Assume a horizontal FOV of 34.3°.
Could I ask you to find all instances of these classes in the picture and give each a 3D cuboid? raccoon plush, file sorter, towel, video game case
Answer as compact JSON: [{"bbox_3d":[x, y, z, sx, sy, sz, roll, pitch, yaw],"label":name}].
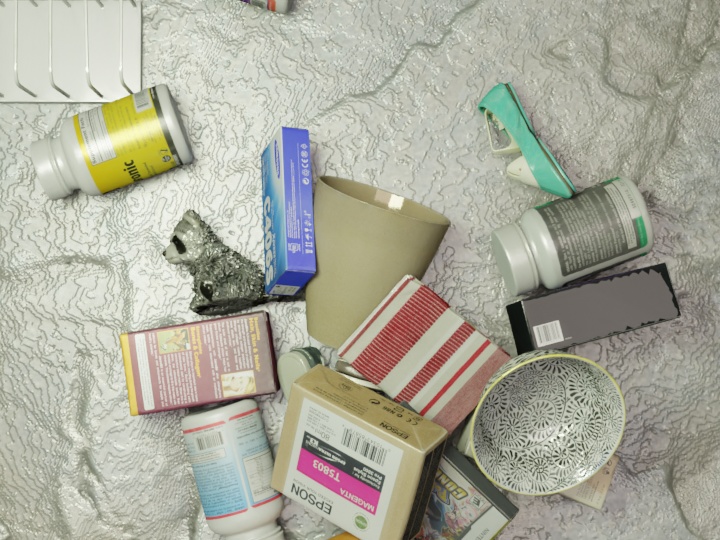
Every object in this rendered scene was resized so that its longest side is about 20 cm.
[{"bbox_3d":[-0.169,-0.015,1.592,0.197,0.097,0.136,-1,73,-31],"label":"raccoon plush"},{"bbox_3d":[-0.399,-0.303,1.557,0.197,0.125,0.141,0,88,-2],"label":"file sorter"},{"bbox_3d":[0.086,0.112,1.517,0.199,0.023,0.144,38,101,-21],"label":"towel"},{"bbox_3d":[0.090,0.288,1.518,0.200,0.181,0.025,43,49,11],"label":"video game case"}]

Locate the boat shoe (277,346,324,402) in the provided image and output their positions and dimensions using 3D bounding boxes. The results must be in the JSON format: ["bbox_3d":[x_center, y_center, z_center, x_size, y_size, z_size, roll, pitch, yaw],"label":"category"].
[{"bbox_3d":[-0.055,0.199,1.573,0.072,0.062,0.203,-12,97,35],"label":"boat shoe"}]

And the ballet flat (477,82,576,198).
[{"bbox_3d":[0.218,-0.164,1.583,0.070,0.067,0.202,-31,64,8],"label":"ballet flat"}]

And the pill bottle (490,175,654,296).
[{"bbox_3d":[0.284,-0.043,1.575,0.197,0.113,0.115,-20,88,-3],"label":"pill bottle"}]

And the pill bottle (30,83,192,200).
[{"bbox_3d":[-0.333,-0.166,1.560,0.197,0.111,0.113,-20,88,-2],"label":"pill bottle"}]

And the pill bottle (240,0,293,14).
[{"bbox_3d":[-0.178,-0.429,1.576,0.197,0.111,0.113,18,87,-1],"label":"pill bottle"}]

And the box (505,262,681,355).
[{"bbox_3d":[0.306,0.054,1.557,0.197,0.141,0.080,-15,83,-3],"label":"box"}]

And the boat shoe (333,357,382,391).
[{"bbox_3d":[0.060,0.138,1.580,0.197,0.072,0.061,11,91,-6],"label":"boat shoe"}]

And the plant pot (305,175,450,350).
[{"bbox_3d":[0.000,0.000,1.544,0.185,0.187,0.203,19,101,-1],"label":"plant pot"}]

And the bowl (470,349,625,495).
[{"bbox_3d":[0.225,0.173,1.472,0.197,0.094,0.204,-3,115,-6],"label":"bowl"}]

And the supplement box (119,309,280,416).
[{"bbox_3d":[-0.213,0.123,1.564,0.197,0.086,0.112,-9,88,-2],"label":"supplement box"}]

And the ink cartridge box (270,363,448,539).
[{"bbox_3d":[-0.005,0.238,1.471,0.198,0.075,0.167,24,116,23],"label":"ink cartridge box"}]

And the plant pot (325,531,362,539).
[{"bbox_3d":[-0.033,0.431,1.503,0.182,0.200,0.202,-33,89,-5],"label":"plant pot"}]

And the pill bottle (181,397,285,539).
[{"bbox_3d":[-0.163,0.279,1.548,0.107,0.109,0.203,-15,88,-2],"label":"pill bottle"}]

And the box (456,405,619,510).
[{"bbox_3d":[0.236,0.246,1.572,0.198,0.095,0.079,23,85,-2],"label":"box"}]

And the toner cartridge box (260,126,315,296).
[{"bbox_3d":[-0.097,-0.078,1.541,0.043,0.095,0.203,5,68,-22],"label":"toner cartridge box"}]
